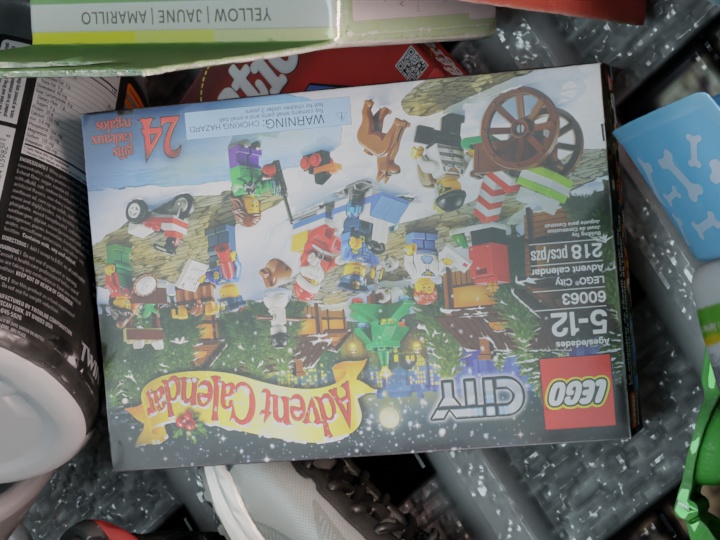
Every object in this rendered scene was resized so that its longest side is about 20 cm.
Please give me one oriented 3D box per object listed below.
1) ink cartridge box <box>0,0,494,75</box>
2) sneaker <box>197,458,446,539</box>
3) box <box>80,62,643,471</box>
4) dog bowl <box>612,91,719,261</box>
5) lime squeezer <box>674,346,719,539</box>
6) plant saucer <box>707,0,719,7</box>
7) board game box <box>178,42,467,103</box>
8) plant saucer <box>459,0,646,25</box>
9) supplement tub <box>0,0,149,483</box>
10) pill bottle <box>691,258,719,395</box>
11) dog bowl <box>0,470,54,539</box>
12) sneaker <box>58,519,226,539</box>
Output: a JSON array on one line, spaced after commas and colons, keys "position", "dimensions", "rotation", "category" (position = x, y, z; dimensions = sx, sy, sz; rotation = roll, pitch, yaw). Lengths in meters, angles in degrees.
[{"position": [-0.065, -0.096, 0.841], "dimensions": [0.145, 0.200, 0.048], "rotation": [3, 98, 36], "category": "ink cartridge box"}, {"position": [0.003, 0.113, 0.942], "dimensions": [0.079, 0.074, 0.201], "rotation": [-33, 82, 25], "category": "sneaker"}, {"position": [0.000, 0.000, 0.889], "dimensions": [0.199, 0.038, 0.137], "rotation": [-5, 90, 14], "category": "box"}, {"position": [0.167, -0.052, 0.697], "dimensions": [0.200, 0.111, 0.050], "rotation": [-22, 88, 44], "category": "dog bowl"}, {"position": [0.142, 0.074, 0.843], "dimensions": [0.071, 0.038, 0.201], "rotation": [-24, 81, 37], "category": "lime squeezer"}, {"position": [0.157, -0.127, 0.718], "dimensions": [0.200, 0.200, 0.027], "rotation": [-15, 47, 38], "category": "plant saucer"}, {"position": [-0.040, -0.036, 0.978], "dimensions": [0.103, 0.019, 0.200], "rotation": [51, 123, 22], "category": "board game box"}, {"position": [0.004, -0.169, 0.813], "dimensions": [0.037, 0.200, 0.200], "rotation": [-48, 68, 23], "category": "plant saucer"}, {"position": [-0.151, -0.026, 0.955], "dimensions": [0.122, 0.122, 0.200], "rotation": [-26, 44, 37], "category": "supplement tub"}, {"position": [0.185, 0.080, 0.763], "dimensions": [0.111, 0.111, 0.201], "rotation": [-18, 86, 38], "category": "pill bottle"}, {"position": [-0.207, 0.038, 0.999], "dimensions": [0.059, 0.200, 0.201], "rotation": [-34, 76, 43], "category": "dog bowl"}, {"position": [-0.052, 0.182, 0.961], "dimensions": [0.201, 0.098, 0.071], "rotation": [61, 139, 32], "category": "sneaker"}]
